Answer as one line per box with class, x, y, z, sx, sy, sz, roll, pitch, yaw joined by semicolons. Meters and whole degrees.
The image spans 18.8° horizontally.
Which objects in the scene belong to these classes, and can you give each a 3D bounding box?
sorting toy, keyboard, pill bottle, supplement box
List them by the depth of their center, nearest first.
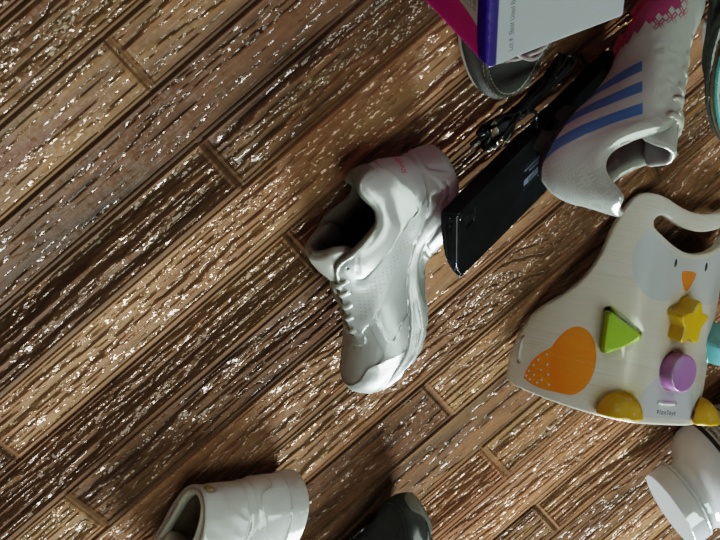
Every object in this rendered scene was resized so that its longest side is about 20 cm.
supplement box;0.065;-0.228;1.286;0.103;0.200;0.102;-22;139;-21
keyboard;0.121;-0.093;1.548;0.200;0.021;0.128;-45;151;-30
sorting toy;0.242;0.027;1.771;0.199;0.107;0.182;5;105;-41
pill bottle;0.360;0.161;1.957;0.199;0.113;0.113;-33;141;-7

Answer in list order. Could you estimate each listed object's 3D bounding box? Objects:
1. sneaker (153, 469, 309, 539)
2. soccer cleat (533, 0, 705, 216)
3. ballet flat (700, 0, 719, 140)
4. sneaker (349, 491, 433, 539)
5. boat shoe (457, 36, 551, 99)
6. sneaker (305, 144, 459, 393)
sneaker;-0.121;0.246;1.701;0.115;0.074;0.202;-1;118;-35
soccer cleat;0.206;-0.123;1.549;0.201;0.086;0.070;-54;155;-14
ballet flat;0.281;-0.191;1.581;0.067;0.069;0.202;-5;121;-12
sneaker;-0.002;0.269;1.807;0.079;0.076;0.201;2;126;-36
boat shoe;0.109;-0.188;1.471;0.066;0.057;0.201;-19;137;-23
sneaker;0.000;0.000;1.564;0.099;0.078;0.202;-3;120;-27
